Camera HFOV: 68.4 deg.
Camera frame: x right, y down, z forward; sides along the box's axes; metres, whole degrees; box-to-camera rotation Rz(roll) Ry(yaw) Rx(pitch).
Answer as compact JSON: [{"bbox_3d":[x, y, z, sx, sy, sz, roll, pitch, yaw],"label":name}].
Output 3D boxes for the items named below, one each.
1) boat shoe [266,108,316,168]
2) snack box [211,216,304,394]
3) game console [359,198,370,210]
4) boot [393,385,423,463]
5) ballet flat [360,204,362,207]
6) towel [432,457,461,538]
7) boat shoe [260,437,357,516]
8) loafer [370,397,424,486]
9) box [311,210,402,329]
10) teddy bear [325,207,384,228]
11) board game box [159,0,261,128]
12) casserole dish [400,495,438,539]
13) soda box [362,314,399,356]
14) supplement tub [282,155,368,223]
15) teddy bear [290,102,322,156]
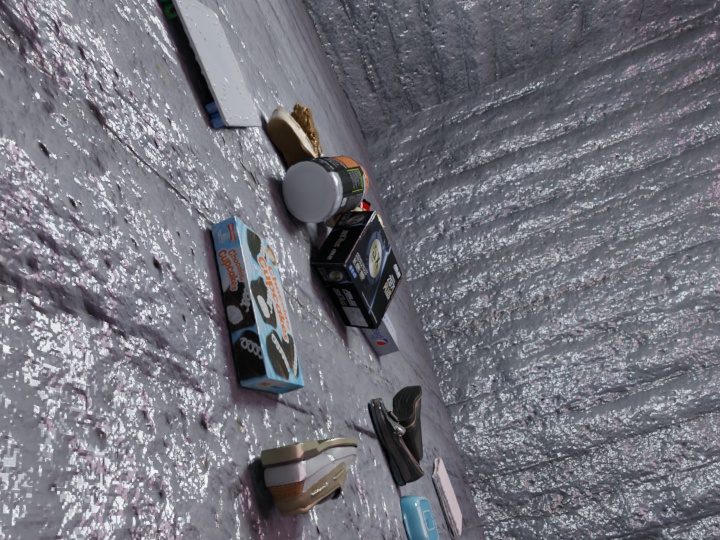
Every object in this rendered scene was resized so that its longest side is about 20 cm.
[{"bbox_3d":[-0.134,-0.263,1.145,0.201,0.073,0.070,60,19,-46],"label":"boat shoe"},{"bbox_3d":[-0.125,0.046,0.656,0.116,0.037,0.202,49,23,-68],"label":"snack box"},{"bbox_3d":[-0.037,-0.222,1.838,0.200,0.117,0.174,-5,107,-80],"label":"game console"},{"bbox_3d":[0.137,0.409,1.420,0.200,0.077,0.140,-45,120,-66],"label":"boot"},{"bbox_3d":[-0.034,-0.216,1.655,0.068,0.075,0.202,34,37,-74],"label":"ballet flat"},{"bbox_3d":[0.276,0.722,1.696,0.191,0.032,0.202,22,49,-77],"label":"towel"},{"bbox_3d":[-0.054,0.234,0.613,0.200,0.074,0.069,32,45,-65],"label":"boat shoe"},{"bbox_3d":[0.080,0.364,1.149,0.072,0.062,0.202,-51,121,-80],"label":"loafer"},{"bbox_3d":[0.000,0.000,1.147,0.164,0.085,0.201,-60,139,-37],"label":"box"},{"bbox_3d":[-0.029,-0.124,1.268,0.144,0.199,0.068,9,98,-52],"label":"teddy bear"},{"bbox_3d":[-0.230,-0.322,0.841,0.200,0.026,0.202,-73,143,-75],"label":"board game box"},{"bbox_3d":[0.134,0.554,1.165,0.200,0.038,0.122,52,20,-62],"label":"casserole dish"},{"bbox_3d":[0.041,0.142,1.386,0.201,0.063,0.069,61,14,-47],"label":"soda box"},{"bbox_3d":[-0.063,-0.170,1.081,0.200,0.122,0.124,-30,101,-64],"label":"supplement tub"},{"bbox_3d":[-0.137,-0.321,1.331,0.200,0.066,0.147,61,21,-77],"label":"teddy bear"}]
